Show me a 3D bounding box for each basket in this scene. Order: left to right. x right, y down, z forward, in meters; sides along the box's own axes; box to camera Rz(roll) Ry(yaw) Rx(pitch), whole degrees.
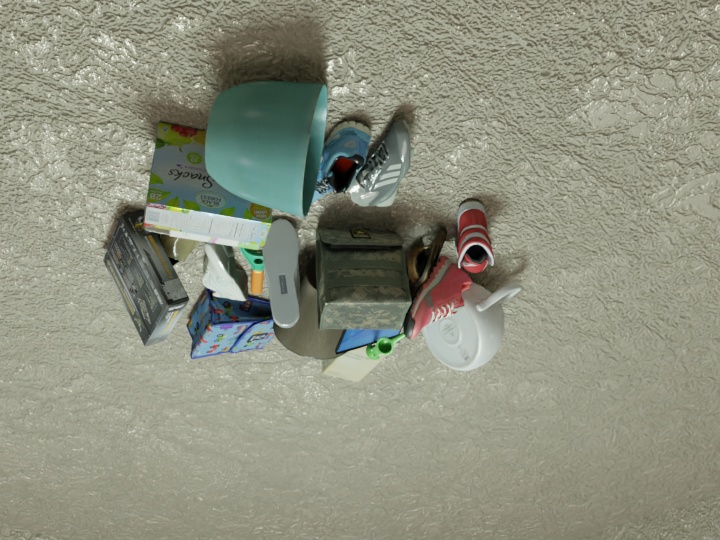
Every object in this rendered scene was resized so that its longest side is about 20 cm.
[{"bbox_3d":[-0.078,0.068,1.658,0.177,0.138,0.201,11,139,-7],"label":"basket"}]

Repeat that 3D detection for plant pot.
[{"bbox_3d":[-0.145,-0.194,1.238,0.158,0.203,0.202,10,145,3],"label":"plant pot"}]

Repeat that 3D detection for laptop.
[{"bbox_3d":[0.068,0.123,1.646,0.175,0.105,0.199,-13,-165,-35],"label":"laptop"}]

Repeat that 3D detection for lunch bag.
[{"bbox_3d":[-0.260,0.120,1.774,0.197,0.095,0.151,4,145,-30],"label":"lunch bag"},{"bbox_3d":[0.000,0.000,1.504,0.161,0.203,0.118,1,145,-11],"label":"lunch bag"}]

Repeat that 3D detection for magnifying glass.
[{"bbox_3d":[-0.204,-0.016,1.624,0.078,0.023,0.201,4,145,-8],"label":"magnifying glass"}]

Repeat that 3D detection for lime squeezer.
[{"bbox_3d":[0.053,0.151,1.631,0.070,0.038,0.200,-14,168,-31],"label":"lime squeezer"}]

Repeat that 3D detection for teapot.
[{"bbox_3d":[0.233,0.102,1.703,0.145,0.198,0.201,-21,117,-38],"label":"teapot"}]

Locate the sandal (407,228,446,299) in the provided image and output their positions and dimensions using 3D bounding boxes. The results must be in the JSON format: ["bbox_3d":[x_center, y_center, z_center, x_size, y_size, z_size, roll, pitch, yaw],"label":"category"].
[{"bbox_3d":[0.118,-0.014,1.613,0.054,0.083,0.201,26,148,-1],"label":"sandal"}]

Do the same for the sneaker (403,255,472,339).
[{"bbox_3d":[0.147,0.056,1.496,0.086,0.201,0.074,28,141,9],"label":"sneaker"}]

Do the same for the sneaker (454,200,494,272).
[{"bbox_3d":[0.216,-0.027,1.547,0.070,0.114,0.201,-7,144,8],"label":"sneaker"}]

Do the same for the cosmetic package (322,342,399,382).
[{"bbox_3d":[-0.002,0.171,1.852,0.102,0.074,0.200,15,142,-22],"label":"cosmetic package"}]

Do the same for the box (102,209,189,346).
[{"bbox_3d":[-0.402,0.016,1.513,0.048,0.202,0.159,-17,159,-39],"label":"box"}]

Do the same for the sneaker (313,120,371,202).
[{"bbox_3d":[-0.057,-0.163,1.365,0.077,0.091,0.200,21,140,-28],"label":"sneaker"}]

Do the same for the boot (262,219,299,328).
[{"bbox_3d":[-0.153,0.007,1.559,0.072,0.204,0.096,-1,179,-10],"label":"boot"}]

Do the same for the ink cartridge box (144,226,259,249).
[{"bbox_3d":[-0.263,-0.115,1.399,0.196,0.119,0.068,8,143,-15],"label":"ink cartridge box"}]

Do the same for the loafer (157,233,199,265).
[{"bbox_3d":[-0.340,-0.054,1.523,0.075,0.068,0.200,18,141,-27],"label":"loafer"}]

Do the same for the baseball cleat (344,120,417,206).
[{"bbox_3d":[0.029,-0.168,1.368,0.105,0.071,0.201,-10,147,-16],"label":"baseball cleat"}]

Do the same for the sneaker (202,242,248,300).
[{"bbox_3d":[-0.282,0.002,1.605,0.079,0.071,0.201,-4,145,8],"label":"sneaker"}]

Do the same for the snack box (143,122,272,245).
[{"bbox_3d":[-0.241,-0.140,1.321,0.196,0.171,0.068,9,145,-14],"label":"snack box"}]
